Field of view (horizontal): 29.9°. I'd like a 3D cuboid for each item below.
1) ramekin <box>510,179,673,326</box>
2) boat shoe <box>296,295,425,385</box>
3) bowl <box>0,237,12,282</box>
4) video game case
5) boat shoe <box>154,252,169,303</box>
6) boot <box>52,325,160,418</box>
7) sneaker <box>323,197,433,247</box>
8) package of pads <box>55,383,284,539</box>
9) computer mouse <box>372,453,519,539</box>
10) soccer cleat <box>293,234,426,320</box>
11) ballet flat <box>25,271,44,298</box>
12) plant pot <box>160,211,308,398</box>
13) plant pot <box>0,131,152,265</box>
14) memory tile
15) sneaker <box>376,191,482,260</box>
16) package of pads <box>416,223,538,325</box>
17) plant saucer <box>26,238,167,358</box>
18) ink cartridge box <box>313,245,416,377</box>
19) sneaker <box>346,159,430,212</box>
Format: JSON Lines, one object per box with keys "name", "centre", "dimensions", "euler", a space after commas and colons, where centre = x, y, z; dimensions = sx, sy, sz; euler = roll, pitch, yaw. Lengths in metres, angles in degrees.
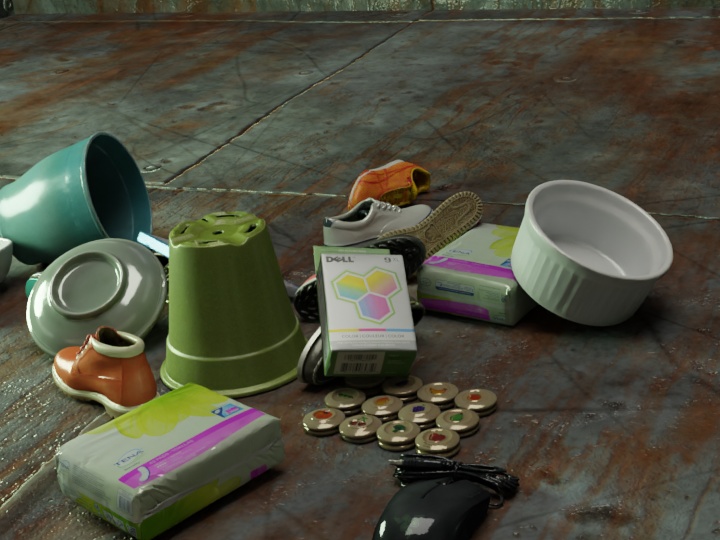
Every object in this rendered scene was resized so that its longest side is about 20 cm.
{"name": "ramekin", "centre": [0.292, -0.019, 1.743], "dimensions": [0.200, 0.098, 0.201], "euler": [13, 37, -10]}
{"name": "boat shoe", "centre": [0.002, 0.084, 1.686], "dimensions": [0.060, 0.072, 0.202], "euler": [26, 44, 30]}
{"name": "bowl", "centre": [-0.643, 0.011, 2.036], "dimensions": [0.200, 0.075, 0.200], "euler": [6, 26, 27]}
{"name": "video game case", "centre": [-0.199, -0.008, 1.903], "dimensions": [0.200, 0.018, 0.143], "euler": [17, 5, -39]}
{"name": "boat shoe", "centre": [-0.258, 0.017, 1.902], "dimensions": [0.059, 0.072, 0.200], "euler": [15, 10, -22]}
{"name": "boot", "centre": [-0.320, 0.110, 1.668], "dimensions": [0.075, 0.107, 0.200], "euler": [-27, 28, -38]}
{"name": "sneaker", "centre": [0.031, -0.076, 2.071], "dimensions": [0.200, 0.071, 0.073], "euler": [-21, 26, -32]}
{"name": "package of pads", "centre": [-0.206, 0.199, 1.447], "dimensions": [0.154, 0.068, 0.200], "euler": [16, 31, 42]}
{"name": "computer mouse", "centre": [0.068, 0.231, 1.334], "dimensions": [0.138, 0.053, 0.200], "euler": [4, 24, 21]}
{"name": "soccer cleat", "centre": [0.000, 0.000, 1.831], "dimensions": [0.200, 0.068, 0.073], "euler": [-28, 14, 19]}
{"name": "ballet flat", "centre": [-0.394, 0.038, 1.918], "dimensions": [0.200, 0.072, 0.072], "euler": [16, 31, 40]}
{"name": "plant pot", "centre": [-0.168, 0.032, 1.705], "dimensions": [0.200, 0.190, 0.200], "euler": [-6, 21, 2]}
{"name": "plant pot", "centre": [-0.457, -0.096, 2.110], "dimensions": [0.188, 0.200, 0.200], "euler": [-14, 19, 17]}
{"name": "memory tile", "centre": [0.046, 0.162, 1.559], "dimensions": [0.200, 0.017, 0.153], "euler": [7, 25, 30]}
{"name": "sneaker", "centre": [0.093, -0.039, 1.970], "dimensions": [0.200, 0.071, 0.112], "euler": [-31, -10, 2]}
{"name": "package of pads", "centre": [0.182, 0.002, 1.845], "dimensions": [0.154, 0.068, 0.200], "euler": [11, 27, 33]}
{"name": "plant saucer", "centre": [-0.363, 0.029, 1.820], "dimensions": [0.200, 0.050, 0.200], "euler": [-7, 55, 9]}
{"name": "ink cartridge box", "centre": [0.002, 0.033, 1.645], "dimensions": [0.104, 0.059, 0.200], "euler": [1, 52, -10]}
{"name": "sneaker", "centre": [0.048, -0.134, 2.212], "dimensions": [0.077, 0.073, 0.200], "euler": [20, 35, 29]}
